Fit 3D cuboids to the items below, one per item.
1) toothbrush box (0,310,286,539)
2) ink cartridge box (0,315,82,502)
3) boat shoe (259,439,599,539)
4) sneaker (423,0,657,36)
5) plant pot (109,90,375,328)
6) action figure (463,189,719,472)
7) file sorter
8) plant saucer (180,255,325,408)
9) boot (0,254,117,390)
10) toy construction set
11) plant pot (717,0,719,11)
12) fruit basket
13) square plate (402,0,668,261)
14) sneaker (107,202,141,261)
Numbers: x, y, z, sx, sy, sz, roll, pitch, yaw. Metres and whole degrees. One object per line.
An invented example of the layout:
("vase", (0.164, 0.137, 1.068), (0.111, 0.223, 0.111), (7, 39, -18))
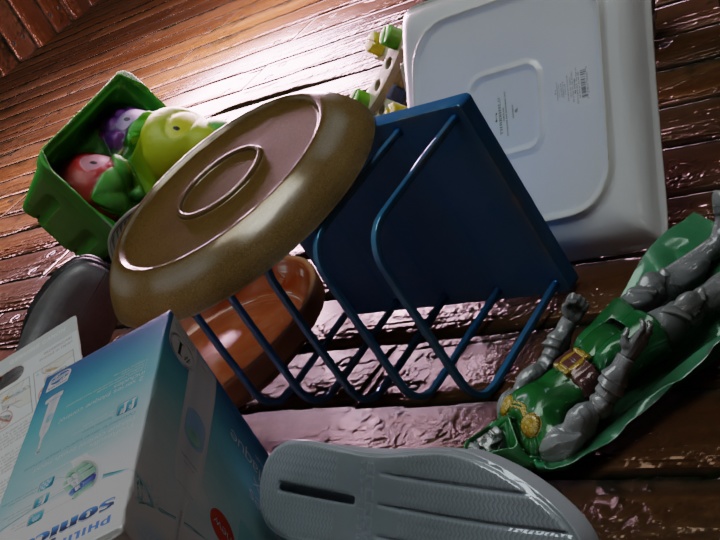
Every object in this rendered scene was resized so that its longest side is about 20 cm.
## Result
("toothbrush box", (-0.097, 0.136, 0.662), (0.085, 0.147, 0.201), (-27, 21, 11))
("ink cartridge box", (-0.232, 0.142, 0.904), (0.161, 0.057, 0.201), (-31, 33, 6))
("boat shoe", (0.037, 0.113, 0.639), (0.198, 0.073, 0.062), (10, 1, 44))
("sneaker", (0.142, -0.226, 1.069), (0.197, 0.083, 0.075), (-1, 21, -19))
("plant pot", (-0.080, -0.046, 0.829), (0.199, 0.028, 0.201), (-30, 26, 16))
("action figure", (0.130, 0.041, 0.690), (0.199, 0.055, 0.118), (-40, 25, -9))
("file sorter", (0.000, 0.000, 0.834), (0.199, 0.139, 0.123), (-8, 35, 47))
("plant saucer", (-0.111, 0.062, 0.994), (0.199, 0.033, 0.201), (-28, 21, 12))
("boot", (-0.228, 0.094, 0.999), (0.202, 0.069, 0.132), (-61, 23, 6))
("toy construction set", (0.051, -0.137, 1.058), (0.200, 0.091, 0.133), (-130, 60, -76))
("plant pot", (0.326, -0.212, 0.808), (0.172, 0.202, 0.200), (10, 43, 36))
("fruit basket", (-0.224, -0.119, 1.402), (0.216, 0.155, 0.216), (-45, 11, 12))
("square plate", (0.100, -0.101, 0.877), (0.196, 0.203, 0.028), (-11, -14, 42))
("sneaker", (-0.101, -0.038, 1.111), (0.197, 0.076, 0.106), (-16, 2, 4))
